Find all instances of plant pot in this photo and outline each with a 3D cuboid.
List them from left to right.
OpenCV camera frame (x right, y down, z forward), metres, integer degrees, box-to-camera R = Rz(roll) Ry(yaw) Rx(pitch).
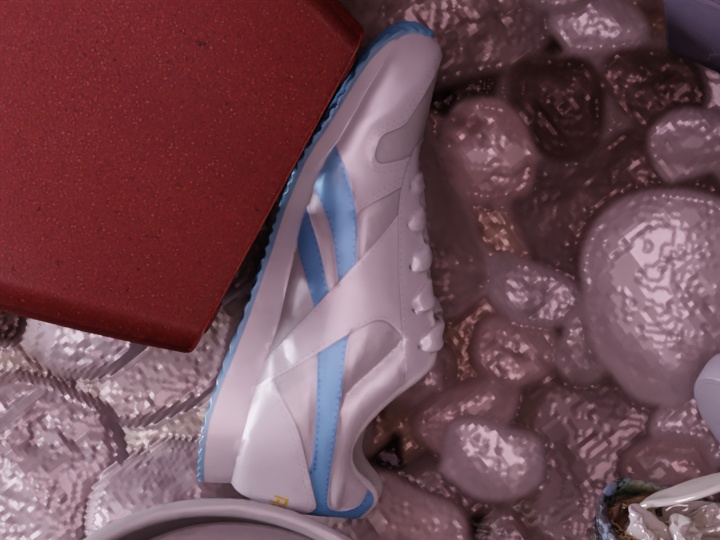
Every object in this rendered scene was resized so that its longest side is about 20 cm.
[{"bbox_3d":[-0.107,-0.074,0.941,0.175,0.200,0.201,29,92,-6],"label":"plant pot"}]

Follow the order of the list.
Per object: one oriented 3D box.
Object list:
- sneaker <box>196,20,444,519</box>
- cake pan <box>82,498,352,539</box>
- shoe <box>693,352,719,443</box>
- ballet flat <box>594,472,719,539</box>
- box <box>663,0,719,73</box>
[{"bbox_3d":[0.000,0.000,0.980,0.080,0.077,0.202,19,98,0],"label":"sneaker"},{"bbox_3d":[-0.053,0.190,0.988,0.198,0.037,0.202,0,92,8],"label":"cake pan"},{"bbox_3d":[0.233,0.072,0.952,0.199,0.072,0.091,34,67,20],"label":"shoe"},{"bbox_3d":[0.167,0.110,0.911,0.199,0.074,0.075,1,88,38],"label":"ballet flat"},{"bbox_3d":[0.189,-0.114,0.892,0.131,0.200,0.115,25,93,7],"label":"box"}]
